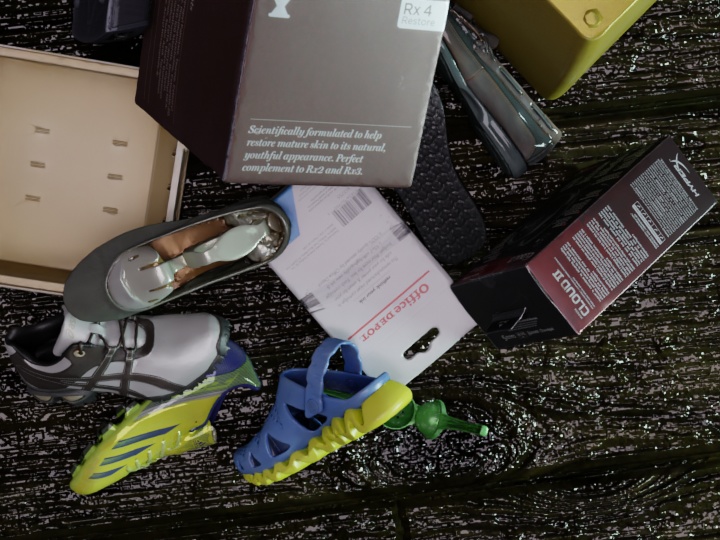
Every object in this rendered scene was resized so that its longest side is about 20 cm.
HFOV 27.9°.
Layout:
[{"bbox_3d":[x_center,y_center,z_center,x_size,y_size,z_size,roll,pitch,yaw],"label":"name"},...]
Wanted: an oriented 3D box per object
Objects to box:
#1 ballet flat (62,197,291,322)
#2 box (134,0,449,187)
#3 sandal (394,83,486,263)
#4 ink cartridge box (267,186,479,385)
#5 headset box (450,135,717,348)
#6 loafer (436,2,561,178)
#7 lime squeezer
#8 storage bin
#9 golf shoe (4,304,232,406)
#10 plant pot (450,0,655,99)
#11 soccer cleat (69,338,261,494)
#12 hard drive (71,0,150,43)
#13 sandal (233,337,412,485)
[{"bbox_3d":[-0.150,-0.010,1.197,0.200,0.064,0.068,-22,104,-12],"label":"ballet flat"},{"bbox_3d":[-0.060,-0.174,1.126,0.166,0.200,0.165,0,113,-29],"label":"box"},{"bbox_3d":[0.051,-0.099,1.291,0.075,0.048,0.201,-21,114,3],"label":"sandal"},{"bbox_3d":[0.000,0.000,1.290,0.116,0.068,0.200,-40,97,2],"label":"ink cartridge box"},{"bbox_3d":[0.180,-0.015,1.226,0.200,0.149,0.077,-42,98,-21],"label":"headset box"},{"bbox_3d":[0.105,-0.178,1.277,0.063,0.072,0.200,-34,106,-2],"label":"loafer"},{"bbox_3d":[0.043,0.123,1.295,0.200,0.071,0.038,12,66,35],"label":"lime squeezer"},{"bbox_3d":[-0.254,-0.084,1.254,0.198,0.094,0.201,9,96,-4],"label":"storage bin"},{"bbox_3d":[-0.212,0.067,1.245,0.200,0.095,0.078,-13,55,13],"label":"golf shoe"},{"bbox_3d":[0.176,-0.279,1.212,0.200,0.176,0.200,45,93,-7],"label":"plant pot"},{"bbox_3d":[-0.176,0.142,1.300,0.200,0.065,0.084,-42,99,2],"label":"soccer cleat"},{"bbox_3d":[-0.202,-0.252,1.189,0.042,0.200,0.135,5,96,-19],"label":"hard drive"},{"bbox_3d":[-0.044,0.122,1.271,0.200,0.079,0.087,-35,87,34],"label":"sandal"}]
